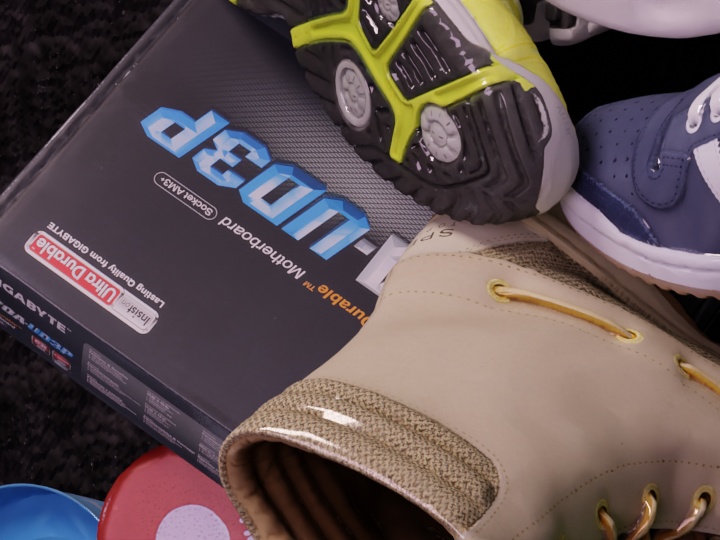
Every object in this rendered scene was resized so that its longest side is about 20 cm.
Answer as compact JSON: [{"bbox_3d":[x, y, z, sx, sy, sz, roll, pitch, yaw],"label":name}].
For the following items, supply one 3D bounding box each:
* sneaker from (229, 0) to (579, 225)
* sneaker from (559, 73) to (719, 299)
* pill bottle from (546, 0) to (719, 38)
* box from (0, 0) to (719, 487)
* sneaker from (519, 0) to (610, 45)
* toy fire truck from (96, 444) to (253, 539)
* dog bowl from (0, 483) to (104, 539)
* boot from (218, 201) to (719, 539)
[{"bbox_3d":[0.016,-0.089,0.744,0.200,0.076,0.076,54,146,41],"label":"sneaker"},{"bbox_3d":[0.120,-0.047,0.633,0.199,0.070,0.109,14,138,44],"label":"sneaker"},{"bbox_3d":[0.112,-0.171,0.712,0.114,0.114,0.200,13,53,34],"label":"pill bottle"},{"bbox_3d":[0.000,0.000,0.793,0.200,0.046,0.159,35,65,9],"label":"box"},{"bbox_3d":[0.050,-0.116,0.838,0.200,0.081,0.076,25,118,52],"label":"sneaker"},{"bbox_3d":[-0.003,0.041,0.861,0.167,0.112,0.201,-10,82,8],"label":"toy fire truck"},{"bbox_3d":[-0.117,0.180,0.959,0.111,0.049,0.201,11,95,34],"label":"dog bowl"},{"bbox_3d":[0.071,0.073,0.672,0.200,0.155,0.073,40,127,5],"label":"boot"}]
